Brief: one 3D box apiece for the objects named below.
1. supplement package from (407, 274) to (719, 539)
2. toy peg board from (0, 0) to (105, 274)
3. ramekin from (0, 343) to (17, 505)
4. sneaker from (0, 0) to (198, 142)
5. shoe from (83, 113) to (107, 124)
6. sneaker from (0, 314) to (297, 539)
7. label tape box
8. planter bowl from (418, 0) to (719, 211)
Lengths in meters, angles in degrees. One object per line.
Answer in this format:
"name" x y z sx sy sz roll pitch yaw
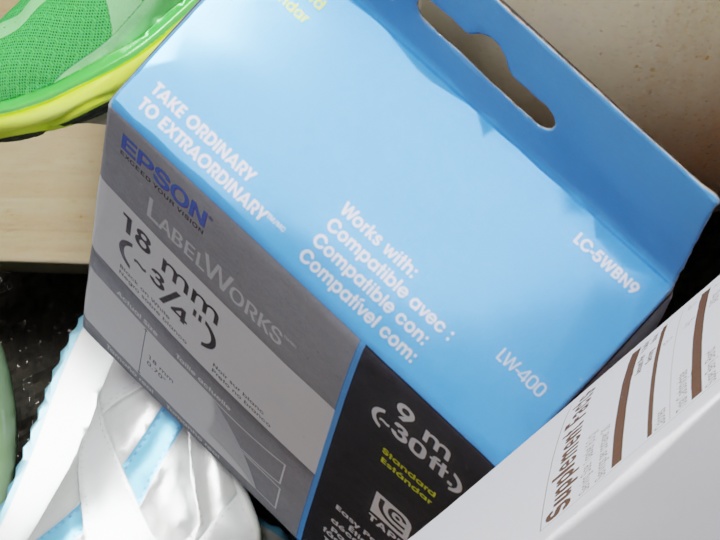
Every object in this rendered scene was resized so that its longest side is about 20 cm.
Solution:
"supplement package" 0.110 0.059 0.634 0.200 0.121 0.120 -42 4 14
"toy peg board" -0.037 -0.089 0.990 0.200 0.098 0.200 2 79 34
"ramekin" -0.218 0.053 0.941 0.200 0.200 0.098 -51 41 -4
"sneaker" -0.045 -0.111 0.824 0.200 0.074 0.084 -42 87 22
"shoe" -0.059 -0.130 0.870 0.070 0.053 0.200 40 129 41
"sneaker" -0.065 0.099 0.889 0.081 0.077 0.200 7 71 27
"label tape box" 0.000 0.000 0.791 0.144 0.200 0.063 43 65 14
"planter bowl" 0.108 -0.100 0.837 0.135 0.200 0.200 18 71 11
